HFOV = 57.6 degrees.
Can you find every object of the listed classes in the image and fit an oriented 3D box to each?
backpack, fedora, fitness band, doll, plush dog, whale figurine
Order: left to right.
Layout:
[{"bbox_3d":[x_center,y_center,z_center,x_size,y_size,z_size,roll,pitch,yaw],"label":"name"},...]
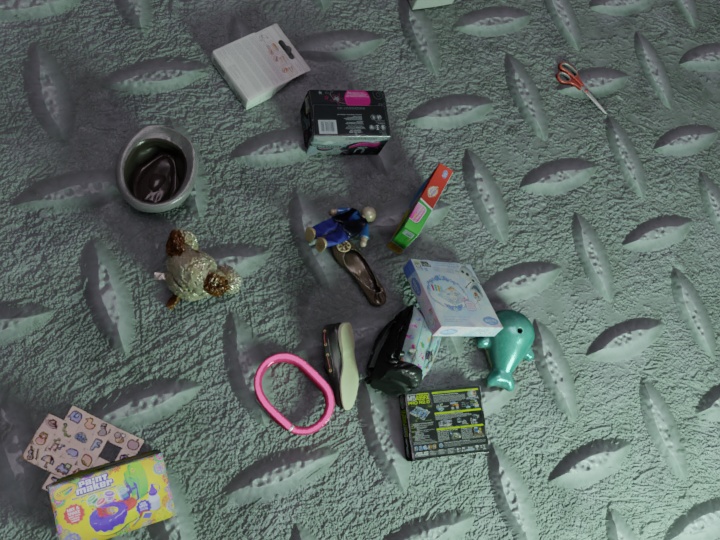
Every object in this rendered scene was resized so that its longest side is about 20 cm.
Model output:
[{"bbox_3d":[-0.465,-0.222,1.504,0.177,0.090,0.200,12,78,-11],"label":"fedora"},{"bbox_3d":[-0.368,0.005,1.424,0.200,0.172,0.161,41,68,-3],"label":"plush dog"},{"bbox_3d":[-0.151,0.277,1.478,0.200,0.037,0.144,44,69,4],"label":"fitness band"},{"bbox_3d":[-0.035,-0.105,1.604,0.200,0.048,0.136,-30,64,-37],"label":"doll"},{"bbox_3d":[0.110,0.185,1.534,0.127,0.167,0.200,34,54,-14],"label":"backpack"},{"bbox_3d":[0.365,0.193,1.621,0.159,0.104,0.200,18,69,-11],"label":"whale figurine"}]

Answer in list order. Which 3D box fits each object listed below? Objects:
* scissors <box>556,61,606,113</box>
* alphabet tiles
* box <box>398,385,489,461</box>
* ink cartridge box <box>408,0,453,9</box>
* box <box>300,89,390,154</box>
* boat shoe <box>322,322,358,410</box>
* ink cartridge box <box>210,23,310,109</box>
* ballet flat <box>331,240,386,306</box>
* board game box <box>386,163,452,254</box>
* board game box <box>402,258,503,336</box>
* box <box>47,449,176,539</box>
[{"bbox_3d":[0.672,-0.552,1.968,0.200,0.014,0.073,33,67,-3],"label":"scissors"},{"bbox_3d":[-0.578,0.383,1.347,0.200,0.008,0.167,28,69,-7],"label":"alphabet tiles"},{"bbox_3d":[0.199,0.362,1.558,0.200,0.044,0.160,-2,75,-17],"label":"box"},{"bbox_3d":[0.213,-0.856,1.821,0.144,0.200,0.147,-16,80,-22],"label":"ink cartridge box"},{"bbox_3d":[-0.040,-0.370,1.658,0.200,0.115,0.132,-4,77,-16],"label":"box"},{"bbox_3d":[-0.049,0.222,1.520,0.074,0.063,0.202,-1,85,-61],"label":"boat shoe"},{"bbox_3d":[-0.255,-0.525,1.678,0.200,0.050,0.161,-34,86,-26],"label":"ink cartridge box"},{"bbox_3d":[0.000,0.000,1.600,0.067,0.046,0.200,-31,85,-22],"label":"ballet flat"},{"bbox_3d":[0.147,-0.151,1.630,0.040,0.153,0.200,31,68,-4],"label":"board game box"},{"bbox_3d":[0.222,0.067,1.580,0.200,0.043,0.199,5,48,-34],"label":"board game box"},{"bbox_3d":[-0.472,0.433,1.257,0.200,0.193,0.122,-13,81,-21],"label":"box"}]
